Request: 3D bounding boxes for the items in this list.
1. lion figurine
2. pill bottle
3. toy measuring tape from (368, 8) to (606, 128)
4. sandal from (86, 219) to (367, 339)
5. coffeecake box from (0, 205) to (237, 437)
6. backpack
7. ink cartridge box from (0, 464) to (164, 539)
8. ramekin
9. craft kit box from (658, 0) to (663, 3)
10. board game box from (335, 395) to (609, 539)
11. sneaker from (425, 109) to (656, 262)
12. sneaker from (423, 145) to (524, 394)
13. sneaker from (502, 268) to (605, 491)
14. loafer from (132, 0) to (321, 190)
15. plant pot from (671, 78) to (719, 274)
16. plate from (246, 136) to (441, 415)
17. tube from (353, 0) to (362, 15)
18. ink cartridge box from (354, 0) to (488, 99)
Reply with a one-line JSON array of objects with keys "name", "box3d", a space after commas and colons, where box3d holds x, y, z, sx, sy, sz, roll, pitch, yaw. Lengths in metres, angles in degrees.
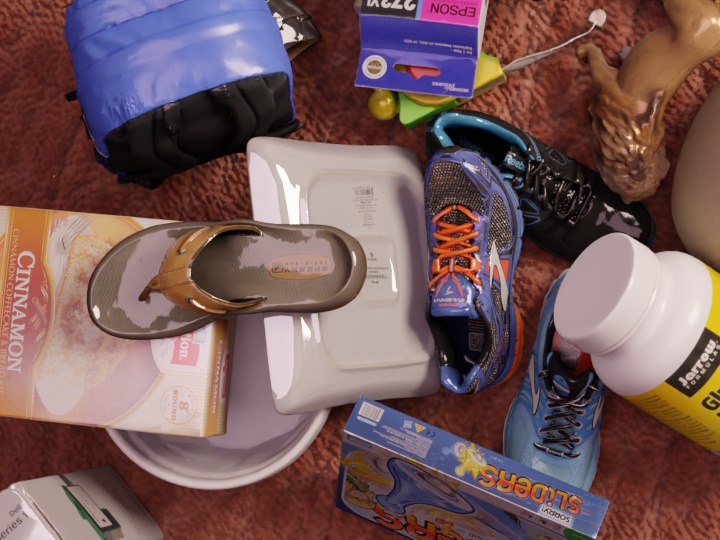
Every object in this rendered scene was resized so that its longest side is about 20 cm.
[{"name": "lion figurine", "box3d": [0.225, -0.155, 1.150, 0.072, 0.201, 0.123, 7, 44, -23]}, {"name": "pill bottle", "box3d": [0.240, 0.058, 1.122, 0.199, 0.112, 0.113, 30, 93, -23]}, {"name": "toy measuring tape", "box3d": [0.092, -0.178, 1.222, 0.199, 0.074, 0.074, -26, 83, 8]}, {"name": "sandal", "box3d": [-0.095, 0.005, 1.074, 0.198, 0.055, 0.083, -2, 86, 7]}, {"name": "coffeecake box", "box3d": [-0.195, 0.037, 1.152, 0.198, 0.073, 0.155, 5, 87, 9]}, {"name": "backpack", "box3d": [-0.141, -0.158, 1.123, 0.161, 0.200, 0.169, -24, 89, -4]}, {"name": "ink cartridge box", "box3d": [-0.255, 0.231, 1.194, 0.146, 0.200, 0.084, -42, 81, 6]}, {"name": "ramekin", "box3d": [-0.106, 0.069, 1.226, 0.198, 0.105, 0.202, -1, 87, 10]}, {"name": "craft kit box", "box3d": [0.245, -0.326, 1.216, 0.197, 0.048, 0.201, 33, 93, 12]}, {"name": "board game box", "box3d": [0.079, 0.177, 1.177, 0.198, 0.136, 0.035, 22, 58, 11]}, {"name": "sneaker", "box3d": [0.135, -0.063, 1.202, 0.199, 0.082, 0.074, 27, 89, 8]}, {"name": "sneaker", "box3d": [0.082, 0.005, 1.175, 0.075, 0.078, 0.202, -2, 109, 27]}, {"name": "sneaker", "box3d": [0.151, 0.094, 1.188, 0.078, 0.090, 0.202, 9, 90, 10]}, {"name": "loafer", "box3d": [-0.113, -0.141, 1.254, 0.072, 0.073, 0.201, 37, 95, 6]}, {"name": "plant pot", "box3d": [0.306, -0.059, 1.135, 0.134, 0.200, 0.201, -35, 81, 41]}, {"name": "plate", "box3d": [0.000, 0.000, 1.169, 0.032, 0.199, 0.202, -10, 85, 40]}, {"name": "tube", "box3d": [0.062, -0.286, 1.245, 0.058, 0.052, 0.201, 28, 87, -31]}, {"name": "ink cartridge box", "box3d": [0.055, -0.235, 1.193, 0.094, 0.037, 0.202, 7, 79, 10]}]
